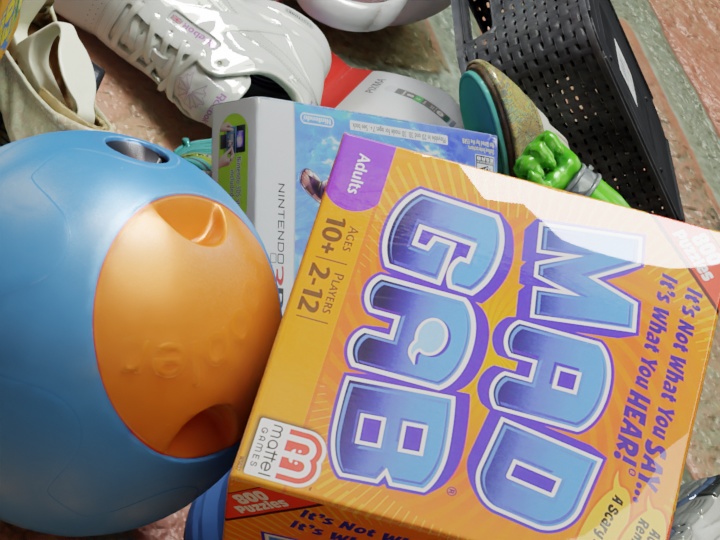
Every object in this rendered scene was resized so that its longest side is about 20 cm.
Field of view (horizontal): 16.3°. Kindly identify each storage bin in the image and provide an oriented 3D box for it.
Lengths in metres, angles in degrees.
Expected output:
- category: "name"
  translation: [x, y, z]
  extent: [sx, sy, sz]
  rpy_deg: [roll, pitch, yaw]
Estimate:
- category: "storage bin"
  translation: [0.140, -0.114, 1.692]
  extent: [0.135, 0.094, 0.200]
  rpy_deg: [-93, 160, -48]

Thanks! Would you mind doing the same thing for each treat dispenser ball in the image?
- category: "treat dispenser ball"
  translation: [-0.139, 0.031, 1.249]
  extent: [0.201, 0.201, 0.201]
  rpy_deg: [27, 38, -24]

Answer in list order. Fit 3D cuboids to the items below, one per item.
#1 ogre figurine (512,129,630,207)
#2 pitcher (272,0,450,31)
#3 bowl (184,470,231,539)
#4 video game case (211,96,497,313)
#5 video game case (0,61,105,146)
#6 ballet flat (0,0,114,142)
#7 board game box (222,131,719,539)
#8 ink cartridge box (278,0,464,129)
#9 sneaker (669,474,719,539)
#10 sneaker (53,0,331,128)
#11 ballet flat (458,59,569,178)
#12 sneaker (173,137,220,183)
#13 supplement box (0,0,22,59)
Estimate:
- category: "ogre figurine"
  translation: [0.114, 0.035, 1.460]
  extent: [0.120, 0.098, 0.200]
  rpy_deg: [23, 71, -6]
- category: "pitcher"
  translation: [0.005, -0.212, 1.706]
  extent: [0.200, 0.121, 0.172]
  rpy_deg: [-7, 42, -43]
- category: "bowl"
  translation: [-0.003, 0.171, 1.383]
  extent: [0.200, 0.039, 0.201]
  rpy_deg: [27, 39, -24]
- category: "video game case"
  translation: [0.000, 0.000, 1.482]
  extent: [0.200, 0.045, 0.182]
  rpy_deg: [6, 83, -42]
- category: "video game case"
  translation: [-0.247, -0.105, 1.432]
  extent: [0.181, 0.026, 0.200]
  rpy_deg: [34, 36, -15]
- category: "ballet flat"
  translation: [-0.188, -0.135, 1.447]
  extent: [0.067, 0.062, 0.200]
  rpy_deg: [2, 52, -46]
- category: "board game box"
  translation: [0.054, 0.088, 1.244]
  extent: [0.200, 0.200, 0.200]
  rpy_deg: [15, 58, 5]
- category: "ink cartridge box"
  translation: [-0.002, -0.095, 1.653]
  extent: [0.200, 0.050, 0.161]
  rpy_deg: [45, 34, -3]
- category: "sneaker"
  translation: [0.176, 0.180, 1.401]
  extent: [0.200, 0.074, 0.087]
  rpy_deg: [-27, 97, -55]
- category: "sneaker"
  translation: [-0.109, -0.145, 1.557]
  extent: [0.200, 0.075, 0.100]
  rpy_deg: [22, 40, -15]
- category: "ballet flat"
  translation: [0.106, -0.054, 1.609]
  extent: [0.071, 0.200, 0.071]
  rpy_deg: [-7, 32, 4]
- category: "sneaker"
  translation: [-0.096, -0.041, 1.498]
  extent: [0.200, 0.078, 0.080]
  rpy_deg: [-9, 32, -45]
- category: "supplement box"
  translation: [-0.285, -0.172, 1.374]
  extent: [0.200, 0.067, 0.069]
  rpy_deg: [16, 38, -2]
